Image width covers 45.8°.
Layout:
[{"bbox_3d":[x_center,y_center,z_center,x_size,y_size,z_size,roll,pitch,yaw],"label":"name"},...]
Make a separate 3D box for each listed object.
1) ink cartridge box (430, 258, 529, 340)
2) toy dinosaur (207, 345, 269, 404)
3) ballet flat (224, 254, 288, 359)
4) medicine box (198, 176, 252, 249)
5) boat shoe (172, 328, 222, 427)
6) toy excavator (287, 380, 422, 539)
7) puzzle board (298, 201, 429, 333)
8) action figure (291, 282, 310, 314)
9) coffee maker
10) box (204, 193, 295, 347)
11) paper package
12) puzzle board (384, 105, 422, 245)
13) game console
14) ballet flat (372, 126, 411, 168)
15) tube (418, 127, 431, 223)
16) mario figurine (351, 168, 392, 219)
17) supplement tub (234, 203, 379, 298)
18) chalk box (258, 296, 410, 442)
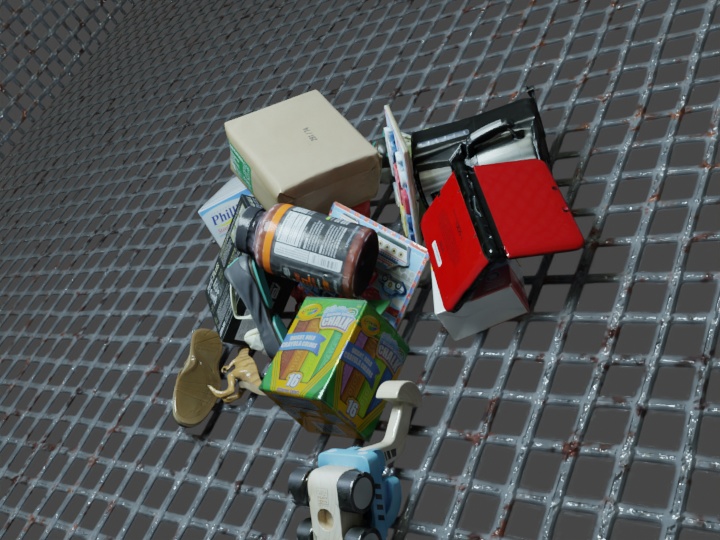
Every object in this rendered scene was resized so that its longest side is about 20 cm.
[{"bbox_3d":[0.165,-0.010,1.217,0.116,0.068,0.201,-23,40,21],"label":"ink cartridge box"},{"bbox_3d":[-0.179,0.169,1.338,0.106,0.060,0.200,-41,35,-5],"label":"toy dinosaur"},{"bbox_3d":[-0.156,0.073,1.314,0.073,0.201,0.073,-22,10,4],"label":"ballet flat"},{"bbox_3d":[-0.172,-0.136,1.582,0.182,0.103,0.200,-24,18,21],"label":"medicine box"},{"bbox_3d":[-0.272,0.188,1.408,0.200,0.072,0.072,-91,23,-49],"label":"boat shoe"},{"bbox_3d":[0.011,0.246,1.054,0.100,0.200,0.195,-6,91,37],"label":"toy excavator"},{"bbox_3d":[0.000,0.000,1.289,0.200,0.017,0.151,30,102,34],"label":"puzzle board"},{"bbox_3d":[-0.090,-0.026,1.427,0.052,0.065,0.201,2,82,45],"label":"action figure"},{"bbox_3d":[0.188,-0.180,1.326,0.199,0.135,0.192,-13,24,18],"label":"coffee maker"},{"bbox_3d":[-0.177,0.002,1.421,0.201,0.086,0.164,-66,29,20],"label":"box"},{"bbox_3d":[-0.097,-0.180,1.393,0.190,0.104,0.200,-24,53,-22],"label":"paper package"},{"bbox_3d":[0.064,-0.135,1.328,0.017,0.201,0.151,-13,37,-3],"label":"puzzle board"},{"bbox_3d":[0.185,-0.050,1.165,0.173,0.118,0.200,-57,27,33],"label":"game console"},{"bbox_3d":[0.063,-0.213,1.521,0.068,0.068,0.200,4,19,6],"label":"ballet flat"},{"bbox_3d":[0.124,-0.161,1.442,0.201,0.052,0.058,-93,21,-44],"label":"tube"},{"bbox_3d":[-0.010,-0.132,1.526,0.200,0.106,0.124,-89,23,-59],"label":"mario figurine"},{"bbox_3d":[-0.080,-0.035,1.243,0.199,0.107,0.107,17,58,16],"label":"supplement tub"},{"bbox_3d":[-0.025,0.116,1.190,0.124,0.124,0.201,-1,54,42],"label":"chalk box"}]
